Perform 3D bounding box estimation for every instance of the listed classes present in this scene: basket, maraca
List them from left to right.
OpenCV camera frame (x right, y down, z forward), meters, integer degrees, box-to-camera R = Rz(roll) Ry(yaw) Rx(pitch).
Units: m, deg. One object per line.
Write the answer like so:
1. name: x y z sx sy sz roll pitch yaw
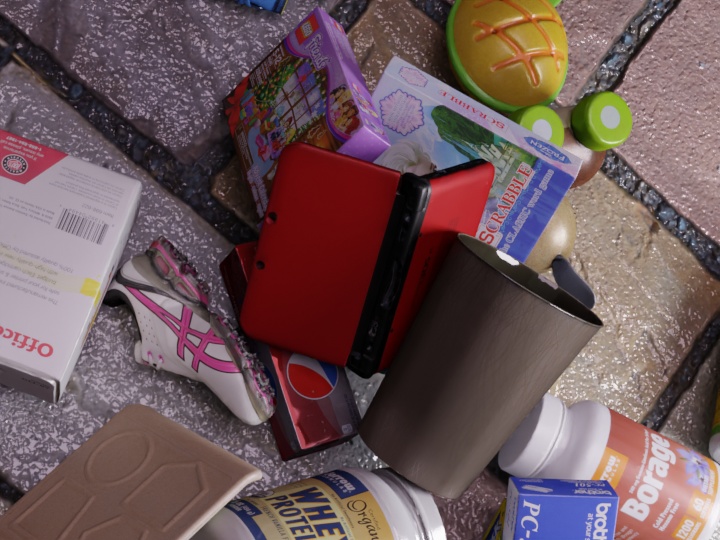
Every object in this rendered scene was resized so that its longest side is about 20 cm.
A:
1. basket: 0.098 0.090 1.442 0.180 0.136 0.200 21 105 -50
2. maraca: 0.152 -0.247 1.660 0.137 0.107 0.201 20 59 -19

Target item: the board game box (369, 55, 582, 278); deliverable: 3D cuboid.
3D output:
1. board game box: 0.073 -0.067 1.516 0.199 0.200 0.041 28 34 2

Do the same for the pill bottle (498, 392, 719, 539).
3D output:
1. pill bottle: 0.238 0.194 1.552 0.200 0.112 0.112 27 67 -10

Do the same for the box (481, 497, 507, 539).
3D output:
1. box: 0.212 0.290 1.527 0.200 0.064 0.070 25 101 -10

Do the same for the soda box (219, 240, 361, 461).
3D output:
1. soda box: -0.065 0.070 1.510 0.070 0.063 0.201 -14 78 -23

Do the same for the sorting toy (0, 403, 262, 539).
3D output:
1. sorting toy: -0.205 0.204 1.376 0.200 0.185 0.037 -38 127 -27

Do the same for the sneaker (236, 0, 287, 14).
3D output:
1. sneaker: -0.115 -0.292 1.602 0.199 0.066 0.079 -9 81 -22

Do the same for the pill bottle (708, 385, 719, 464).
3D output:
1. pill bottle: 0.424 0.102 1.645 0.111 0.111 0.201 21 68 -12

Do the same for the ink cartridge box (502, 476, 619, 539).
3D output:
1. ink cartridge box: 0.172 0.288 1.467 0.094 0.044 0.201 3 104 -8

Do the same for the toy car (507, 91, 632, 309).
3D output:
1. toy car: 0.183 -0.056 1.588 0.157 0.164 0.201 -13 90 -26

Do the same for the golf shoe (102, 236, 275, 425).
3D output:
1. golf shoe: -0.153 0.069 1.469 0.092 0.073 0.200 -39 70 0

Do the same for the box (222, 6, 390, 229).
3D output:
1. box: -0.054 -0.136 1.489 0.039 0.137 0.200 34 23 -36

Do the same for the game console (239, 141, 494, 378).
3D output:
1. game console: 0.007 -0.020 1.447 0.119 0.200 0.172 33 32 28

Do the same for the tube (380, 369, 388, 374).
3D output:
1. tube: 0.000 0.000 1.523 0.077 0.050 0.200 -25 106 -3

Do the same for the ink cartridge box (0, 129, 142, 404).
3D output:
1. ink cartridge box: -0.296 -0.003 1.432 0.145 0.083 0.201 21 68 -3

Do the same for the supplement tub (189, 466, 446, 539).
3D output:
1. supplement tub: -0.038 0.253 1.412 0.199 0.144 0.145 -13 79 -31
